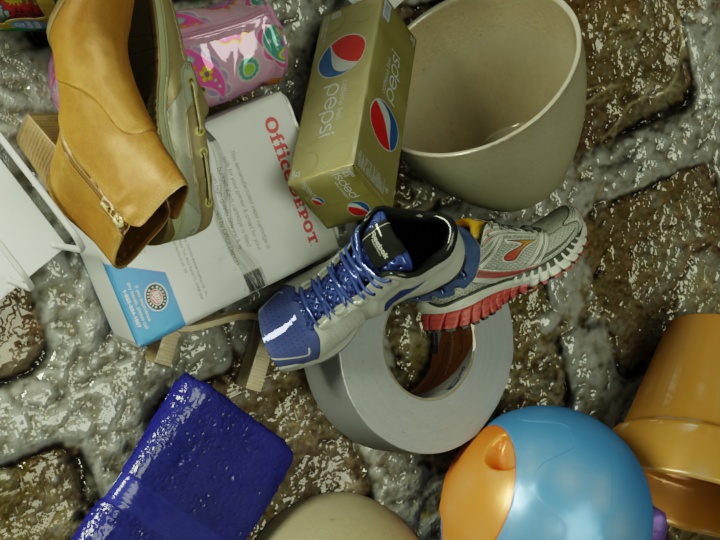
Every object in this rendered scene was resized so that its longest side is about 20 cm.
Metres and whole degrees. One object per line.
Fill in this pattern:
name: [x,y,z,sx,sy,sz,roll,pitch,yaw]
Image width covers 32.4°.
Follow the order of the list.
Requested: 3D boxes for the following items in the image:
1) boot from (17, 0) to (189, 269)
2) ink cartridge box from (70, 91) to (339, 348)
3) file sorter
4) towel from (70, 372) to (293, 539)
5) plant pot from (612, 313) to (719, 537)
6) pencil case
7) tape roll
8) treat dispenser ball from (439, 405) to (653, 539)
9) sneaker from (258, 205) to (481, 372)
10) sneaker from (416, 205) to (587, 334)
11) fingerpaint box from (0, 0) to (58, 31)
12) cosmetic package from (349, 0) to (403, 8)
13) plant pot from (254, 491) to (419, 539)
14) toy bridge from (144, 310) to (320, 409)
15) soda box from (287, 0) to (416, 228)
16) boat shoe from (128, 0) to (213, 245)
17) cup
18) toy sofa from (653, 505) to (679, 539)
boot: [-0.168,-0.113,0.891,0.070,0.144,0.202,-21,149,-52]
ink cartridge box: [-0.136,-0.046,1.044,0.198,0.084,0.146,-26,104,-22]
file sorter: [-0.329,-0.008,0.927,0.200,0.124,0.140,-41,110,-18]
towel: [-0.159,0.205,1.075,0.148,0.049,0.201,42,74,-34]
plant pot: [0.358,0.153,1.266,0.199,0.199,0.185,29,66,-26]
pencil case: [-0.160,-0.171,1.022,0.198,0.087,0.089,-19,102,-25]
tape roll: [0.046,0.066,1.140,0.198,0.066,0.204,2,86,-33]
treat dispenser ball: [0.171,0.227,1.148,0.198,0.200,0.204,-2,95,-27]
sneaker: [0.001,0.000,1.010,0.197,0.115,0.081,-26,69,1]
sneaker: [0.128,-0.018,1.115,0.199,0.077,0.083,-28,100,-32]
fingerpaint box: [-0.285,-0.226,0.861,0.164,0.200,0.075,0,84,-6]
cosmetic package: [0.000,-0.336,1.068,0.150,0.052,0.200,-37,115,24]
plant pot: [-0.001,0.314,1.114,0.198,0.134,0.204,-2,95,-27]
toy bridge: [-0.091,0.074,1.109,0.198,0.027,0.068,19,85,-28]
soda box: [-0.004,-0.138,1.056,0.064,0.067,0.202,47,40,-40]
boat shoe: [-0.153,-0.122,0.956,0.066,0.073,0.203,-9,97,-51]
cup: [0.123,-0.136,1.129,0.201,0.199,0.144,-50,138,-15]
toy sofa: [0.237,0.318,1.231,0.197,0.083,0.099,-17,106,-5]
